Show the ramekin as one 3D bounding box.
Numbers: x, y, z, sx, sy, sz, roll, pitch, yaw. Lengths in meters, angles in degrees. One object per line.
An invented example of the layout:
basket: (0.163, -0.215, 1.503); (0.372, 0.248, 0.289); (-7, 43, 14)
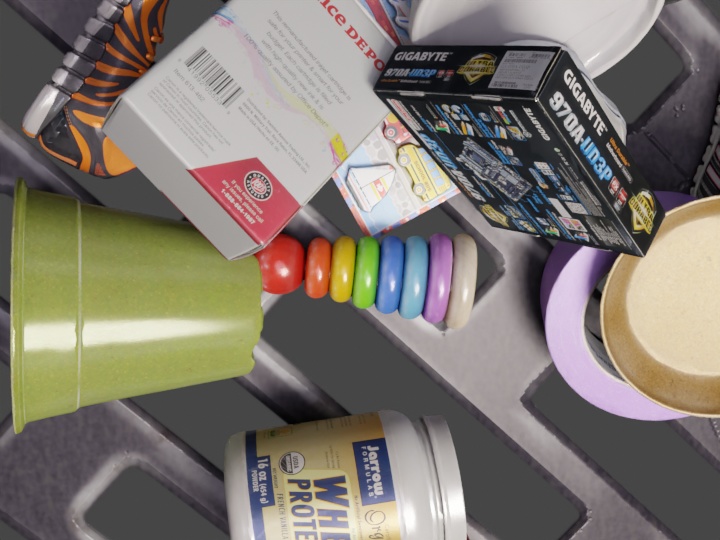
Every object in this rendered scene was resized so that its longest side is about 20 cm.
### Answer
ramekin: (0.129, -0.229, 0.698); (0.201, 0.203, 0.095); (-8, 62, -4)

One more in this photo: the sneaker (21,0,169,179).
sneaker: (-0.181, -0.163, 0.740); (0.112, 0.078, 0.200); (36, 108, -17)

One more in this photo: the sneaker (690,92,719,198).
sneaker: (0.355, -0.093, 0.800); (0.073, 0.087, 0.201); (6, 103, -7)

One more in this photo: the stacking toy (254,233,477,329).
stacking toy: (0.000, 0.000, 0.796); (0.199, 0.085, 0.086); (6, 102, 0)

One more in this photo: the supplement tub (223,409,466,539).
supplement tub: (-0.015, 0.204, 0.800); (0.199, 0.144, 0.145); (-8, 104, -4)

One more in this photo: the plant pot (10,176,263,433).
plant pot: (-0.184, 0.027, 0.735); (0.189, 0.200, 0.201); (0, 103, -20)

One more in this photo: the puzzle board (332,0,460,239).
puzzle board: (0.026, -0.146, 0.789); (0.150, 0.017, 0.201); (-29, 104, 1)

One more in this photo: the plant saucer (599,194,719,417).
plant saucer: (0.299, 0.027, 0.744); (0.199, 0.035, 0.201); (3, 113, 6)

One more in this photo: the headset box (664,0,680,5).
headset box: (0.296, -0.326, 0.735); (0.199, 0.093, 0.175); (-19, 104, -3)

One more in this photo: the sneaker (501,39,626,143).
sneaker: (0.169, -0.124, 0.730); (0.073, 0.071, 0.199); (-30, 149, 35)

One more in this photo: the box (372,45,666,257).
box: (0.125, -0.091, 0.688); (0.200, 0.159, 0.046); (42, 73, -40)

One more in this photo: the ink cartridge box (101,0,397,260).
ink cartridge box: (-0.073, -0.130, 0.692); (0.146, 0.083, 0.200); (47, 65, -12)

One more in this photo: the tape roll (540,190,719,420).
tape roll: (0.265, 0.033, 0.805); (0.199, 0.066, 0.201); (3, 113, 7)

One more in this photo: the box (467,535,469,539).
box: (0.020, 0.319, 0.853); (0.199, 0.100, 0.096); (-15, 104, -2)
